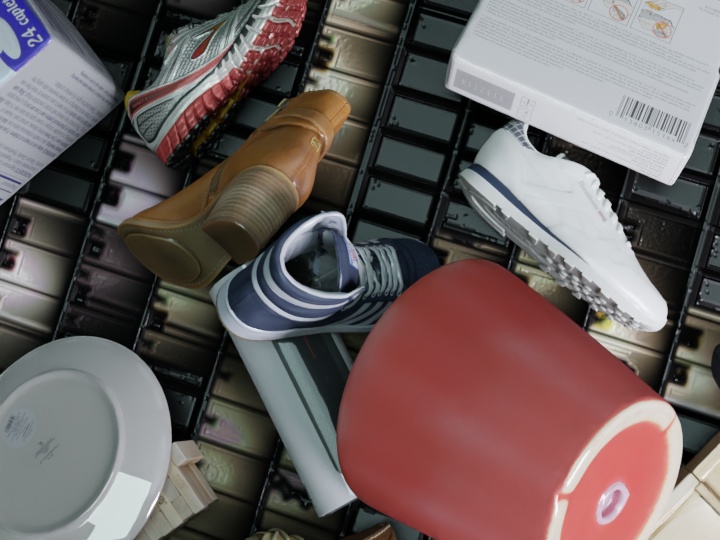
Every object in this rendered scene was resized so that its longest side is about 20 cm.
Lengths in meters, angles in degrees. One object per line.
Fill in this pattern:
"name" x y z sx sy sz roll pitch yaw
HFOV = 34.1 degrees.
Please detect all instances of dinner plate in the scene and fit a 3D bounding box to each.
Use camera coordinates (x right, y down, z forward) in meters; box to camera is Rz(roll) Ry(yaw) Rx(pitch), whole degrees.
"dinner plate" -0.243 0.146 0.935 0.197 0.024 0.204 -8 64 17

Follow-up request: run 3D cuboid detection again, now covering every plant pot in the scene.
"plant pot" 0.110 0.117 0.814 0.176 0.200 0.202 29 87 42

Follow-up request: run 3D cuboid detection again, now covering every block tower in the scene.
"block tower" -0.205 0.218 0.942 0.199 0.054 0.058 -39 82 2

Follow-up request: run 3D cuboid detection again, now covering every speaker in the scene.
"speaker" -0.042 0.085 0.924 0.080 0.081 0.202 -27 81 3

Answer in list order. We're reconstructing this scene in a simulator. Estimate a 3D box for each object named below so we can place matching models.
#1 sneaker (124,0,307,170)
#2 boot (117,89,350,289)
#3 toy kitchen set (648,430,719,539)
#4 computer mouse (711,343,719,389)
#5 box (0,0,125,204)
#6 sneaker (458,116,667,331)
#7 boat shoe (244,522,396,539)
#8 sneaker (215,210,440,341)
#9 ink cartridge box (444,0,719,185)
"sneaker" -0.118 -0.184 0.962 0.082 0.078 0.201 41 90 10
"boot" -0.102 -0.072 0.942 0.077 0.199 0.156 45 57 -20
"toy kitchen set" 0.264 0.238 0.821 0.163 0.180 0.200 45 93 8
"computer mouse" 0.342 0.129 0.885 0.200 0.058 0.034 47 123 8
"box" -0.312 -0.132 0.925 0.199 0.184 0.105 -40 82 1
"sneaker" 0.170 -0.035 0.919 0.200 0.076 0.081 43 80 7
"boat shoe" -0.062 0.231 0.881 0.198 0.076 0.075 -22 82 -28
"sneaker" 0.000 0.000 0.871 0.197 0.108 0.071 -11 73 -34
"ink cartridge box" 0.191 -0.184 0.944 0.197 0.045 0.178 25 63 8
